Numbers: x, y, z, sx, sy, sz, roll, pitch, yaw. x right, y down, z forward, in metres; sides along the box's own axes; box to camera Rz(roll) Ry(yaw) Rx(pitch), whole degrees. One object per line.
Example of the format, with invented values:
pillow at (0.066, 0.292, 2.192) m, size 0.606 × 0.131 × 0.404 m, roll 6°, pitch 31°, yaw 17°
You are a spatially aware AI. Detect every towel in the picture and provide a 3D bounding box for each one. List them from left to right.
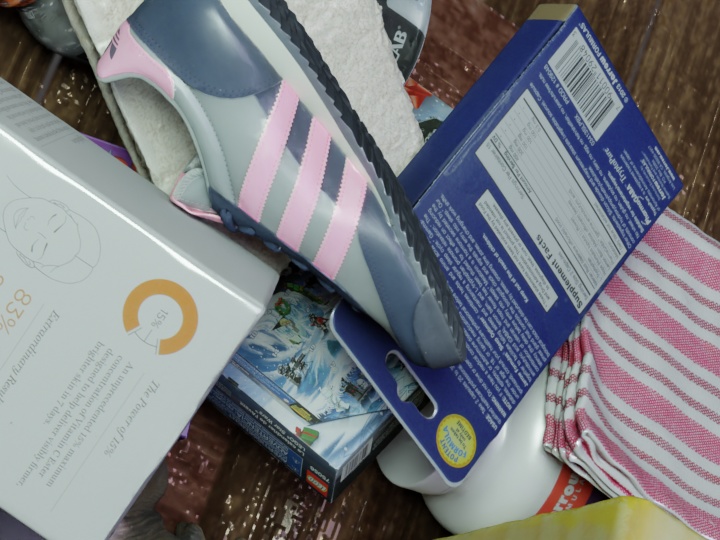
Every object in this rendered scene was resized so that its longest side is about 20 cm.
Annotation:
towel at (-0.048, -0.094, 0.848) m, size 0.132 × 0.034 × 0.201 m, roll -32°, pitch 118°, yaw -18°
towel at (0.165, 0.046, 1.012) m, size 0.146 × 0.030 × 0.201 m, roll 33°, pitch 47°, yaw -23°

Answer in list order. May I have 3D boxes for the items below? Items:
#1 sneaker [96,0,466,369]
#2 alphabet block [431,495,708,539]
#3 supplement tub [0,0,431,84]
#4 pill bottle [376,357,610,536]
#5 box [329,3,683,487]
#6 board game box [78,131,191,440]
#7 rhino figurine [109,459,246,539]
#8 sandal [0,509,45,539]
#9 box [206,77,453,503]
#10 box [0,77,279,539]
sneaker at (-0.030, -0.032, 0.808) m, size 0.082 × 0.070 × 0.201 m, roll -31°, pitch 102°, yaw 8°
alphabet block at (0.113, 0.252, 0.956) m, size 0.195 × 0.196 × 0.201 m, roll 35°, pitch 55°, yaw -29°
supplement tub at (-0.075, -0.142, 0.911) m, size 0.199 × 0.122 × 0.124 m, roll 19°, pitch 78°, yaw -33°
pill bottle at (0.108, 0.098, 1.033) m, size 0.199 × 0.112 × 0.114 m, roll 18°, pitch 78°, yaw -33°
box at (0.064, -0.012, 0.908) m, size 0.200 × 0.032 × 0.121 m, roll -51°, pitch 125°, yaw -23°
board game box at (-0.157, -0.009, 0.872) m, size 0.198 × 0.032 × 0.121 m, roll 18°, pitch 73°, yaw -15°
rhino figurine at (-0.094, 0.148, 0.915) m, size 0.087 × 0.059 × 0.202 m, roll -24°, pitch 100°, yaw -50°
sandal at (-0.156, 0.175, 0.889) m, size 0.076 × 0.043 × 0.202 m, roll -23°, pitch 101°, yaw -33°
box at (0.000, 0.000, 0.961) m, size 0.137 × 0.040 × 0.200 m, roll 38°, pitch 61°, yaw 17°
box at (-0.149, 0.001, 0.778) m, size 0.199 × 0.098 × 0.125 m, roll 35°, pitch 98°, yaw -3°
